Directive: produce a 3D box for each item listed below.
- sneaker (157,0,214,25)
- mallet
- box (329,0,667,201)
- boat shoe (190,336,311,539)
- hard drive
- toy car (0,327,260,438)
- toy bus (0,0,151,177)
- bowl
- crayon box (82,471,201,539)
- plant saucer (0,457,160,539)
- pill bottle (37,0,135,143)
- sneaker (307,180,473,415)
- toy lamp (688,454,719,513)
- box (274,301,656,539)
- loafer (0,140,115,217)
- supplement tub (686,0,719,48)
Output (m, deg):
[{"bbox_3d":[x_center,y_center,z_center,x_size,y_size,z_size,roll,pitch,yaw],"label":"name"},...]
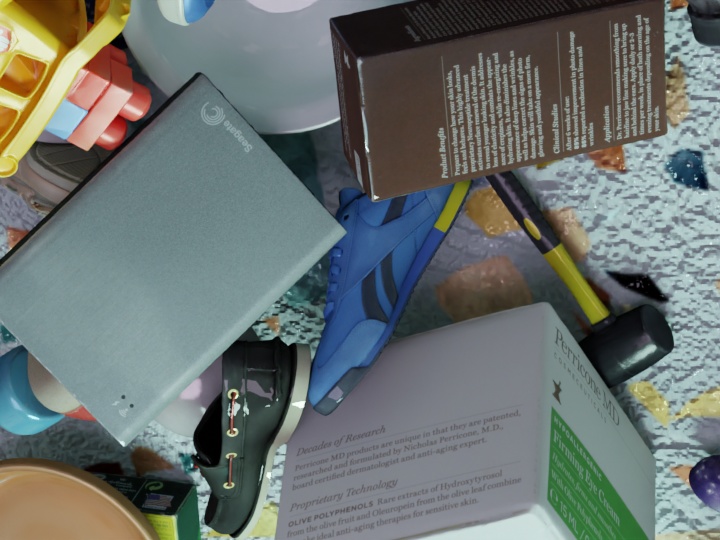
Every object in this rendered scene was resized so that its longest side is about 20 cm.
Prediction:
[{"bbox_3d":[-0.044,-0.225,1.291,0.111,0.077,0.201,22,106,3],"label":"sneaker"},{"bbox_3d":[0.141,-0.013,1.474,0.066,0.041,0.201,-24,103,28],"label":"mallet"},{"bbox_3d":[0.087,-0.120,1.358,0.199,0.075,0.101,-13,122,-12],"label":"box"},{"bbox_3d":[-0.083,0.114,1.480,0.063,0.074,0.202,7,141,-10],"label":"boat shoe"},{"bbox_3d":[-0.126,-0.007,1.385,0.200,0.033,0.140,-44,106,-3],"label":"hard drive"},{"bbox_3d":[-0.131,0.045,1.547,0.199,0.178,0.184,27,141,-31],"label":"toy car"},{"bbox_3d":[-0.203,-0.156,1.314,0.191,0.136,0.200,24,124,-24],"label":"toy bus"},{"bbox_3d":[-0.055,-0.196,1.398,0.200,0.090,0.202,1,115,3],"label":"bowl"},{"bbox_3d":[-0.186,0.256,1.708,0.126,0.051,0.201,6,117,15],"label":"crayon box"},{"bbox_3d":[-0.229,0.225,1.656,0.199,0.037,0.201,8,119,15],"label":"plant saucer"},{"bbox_3d":[-0.195,-0.193,1.439,0.119,0.120,0.201,13,119,11],"label":"pill bottle"},{"bbox_3d":[0.000,0.000,1.446,0.078,0.201,0.066,31,158,-8],"label":"sneaker"},{"bbox_3d":[0.288,0.077,1.461,0.058,0.058,0.201,28,124,2],"label":"toy lamp"},{"bbox_3d":[0.076,0.162,1.471,0.199,0.172,0.199,-16,135,24],"label":"box"},{"bbox_3d":[-0.205,-0.065,1.488,0.200,0.072,0.063,35,128,52],"label":"loafer"},{"bbox_3d":[0.213,-0.237,1.292,0.106,0.107,0.201,-8,114,21],"label":"supplement tub"}]
